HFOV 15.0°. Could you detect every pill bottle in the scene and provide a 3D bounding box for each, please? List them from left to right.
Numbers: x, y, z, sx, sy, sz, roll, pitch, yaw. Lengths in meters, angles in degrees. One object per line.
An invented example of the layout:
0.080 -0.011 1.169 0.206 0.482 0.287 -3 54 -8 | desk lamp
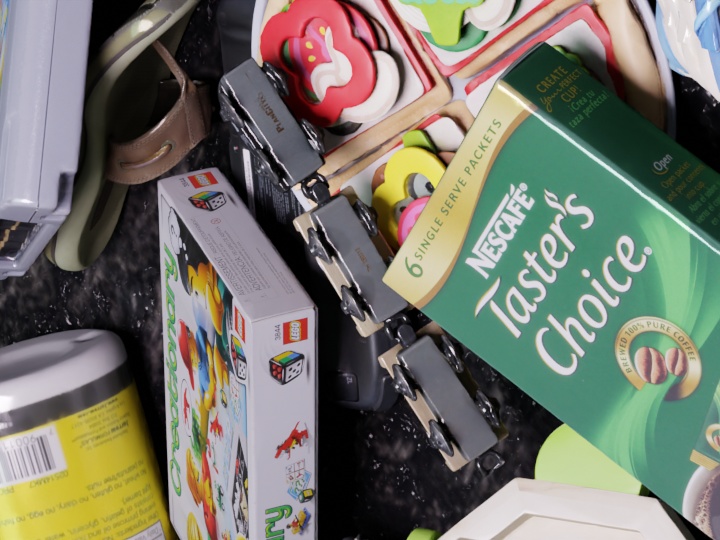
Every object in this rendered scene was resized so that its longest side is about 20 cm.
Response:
-0.147 0.140 1.380 0.114 0.114 0.200 -4 105 47 | pill bottle

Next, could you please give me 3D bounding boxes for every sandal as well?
-0.097 -0.068 1.278 0.057 0.080 0.201 33 140 9 | sandal

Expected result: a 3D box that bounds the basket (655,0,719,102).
0.171 -0.125 0.898 0.200 0.139 0.177 -138 38 -69 | basket

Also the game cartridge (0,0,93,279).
-0.156 -0.076 1.269 0.200 0.040 0.134 145 134 -73 | game cartridge

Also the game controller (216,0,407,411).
-0.022 -0.035 1.238 0.104 0.042 0.200 24 124 55 | game controller

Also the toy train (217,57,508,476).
0.000 0.000 1.145 0.200 0.034 0.046 57 172 -2 | toy train

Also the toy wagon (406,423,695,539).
0.091 0.146 1.149 0.155 0.040 0.201 7 82 21 | toy wagon

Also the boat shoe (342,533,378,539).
0.063 0.174 1.215 0.066 0.074 0.199 -53 56 13 | boat shoe

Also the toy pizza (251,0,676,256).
0.035 -0.072 1.128 0.200 0.032 0.201 13 116 28 | toy pizza

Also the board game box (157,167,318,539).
-0.056 0.070 1.266 0.126 0.035 0.200 -127 31 -51 | board game box

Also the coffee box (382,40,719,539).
0.114 0.017 1.071 0.200 0.044 0.123 39 132 9 | coffee box
